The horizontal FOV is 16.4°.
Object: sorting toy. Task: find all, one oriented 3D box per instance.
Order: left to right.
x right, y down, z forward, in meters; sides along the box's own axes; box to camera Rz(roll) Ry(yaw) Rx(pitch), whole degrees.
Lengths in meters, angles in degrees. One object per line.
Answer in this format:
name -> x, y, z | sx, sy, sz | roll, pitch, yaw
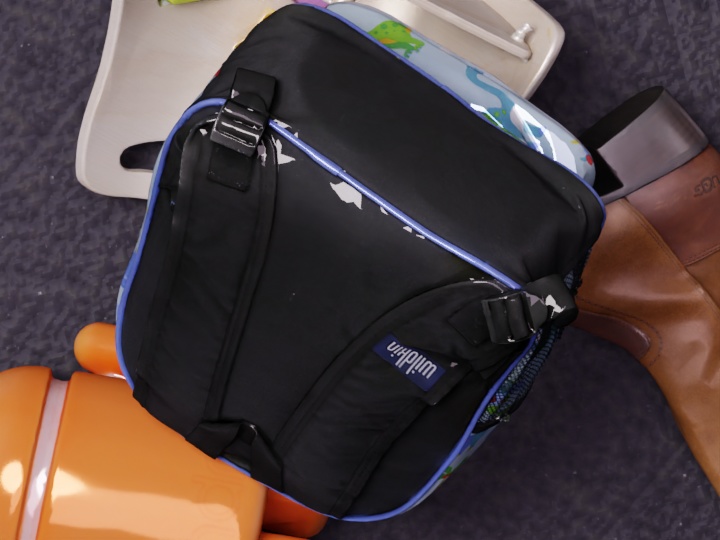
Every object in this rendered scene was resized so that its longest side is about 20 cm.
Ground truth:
sorting toy -> -0.041, -0.091, 1.166 | 0.200, 0.107, 0.180 | 26, 105, -16

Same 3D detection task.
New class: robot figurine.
robot figurine -> -0.113, 0.107, 1.164 | 0.200, 0.117, 0.144 | 11, 105, -5

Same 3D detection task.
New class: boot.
boot -> 0.131, 0.042, 1.211 | 0.188, 0.068, 0.200 | -38, 103, -8

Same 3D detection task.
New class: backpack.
backpack -> 0.000, 0.000, 1.079 | 0.183, 0.147, 0.200 | 32, 134, 6
